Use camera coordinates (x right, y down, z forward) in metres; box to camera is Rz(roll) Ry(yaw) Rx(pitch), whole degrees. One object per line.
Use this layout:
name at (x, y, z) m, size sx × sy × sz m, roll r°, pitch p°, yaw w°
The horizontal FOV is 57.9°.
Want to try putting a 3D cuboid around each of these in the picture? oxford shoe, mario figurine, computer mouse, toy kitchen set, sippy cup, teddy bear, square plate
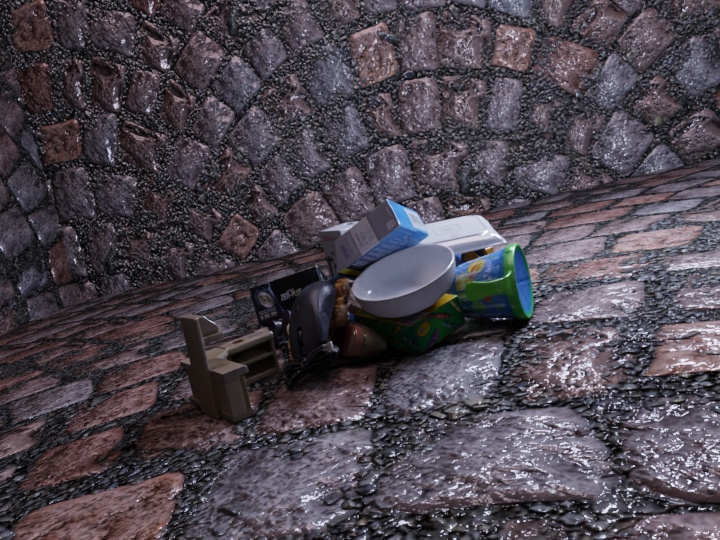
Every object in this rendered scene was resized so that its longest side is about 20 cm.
oxford shoe at (-0.007, 0.133, 1.228) m, size 0.072 × 0.073 × 0.200 m, roll 11°, pitch 1°, yaw -16°
mario figurine at (0.213, -0.018, 1.482) m, size 0.120 × 0.109 × 0.200 m, roll 0°, pitch -21°, yaw -21°
computer mouse at (-0.089, 0.092, 1.135) m, size 0.137 × 0.052 × 0.203 m, roll -34°, pitch 36°, yaw 35°
toy kitchen set at (-0.203, 0.135, 1.121) m, size 0.177 × 0.168 × 0.198 m, roll -18°, pitch 10°, yaw -33°
sippy cup at (0.241, 0.030, 1.206) m, size 0.127 × 0.178 × 0.143 m, roll -11°, pitch 53°, yaw 25°
teddy bear at (-0.083, 0.092, 1.236) m, size 0.066 × 0.148 × 0.199 m, roll 25°, pitch -30°, yaw -23°
square plate at (0.188, -0.074, 1.367) m, size 0.194 × 0.029 × 0.199 m, roll -12°, pitch 17°, yaw 2°

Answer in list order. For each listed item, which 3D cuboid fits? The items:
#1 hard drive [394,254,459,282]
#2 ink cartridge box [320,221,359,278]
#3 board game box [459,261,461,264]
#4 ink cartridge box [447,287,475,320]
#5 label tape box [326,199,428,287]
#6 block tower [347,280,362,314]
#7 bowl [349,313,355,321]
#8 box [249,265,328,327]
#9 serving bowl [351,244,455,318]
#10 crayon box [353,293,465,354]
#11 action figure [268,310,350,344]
hard drive at (0.116, -0.019, 1.372) m, size 0.136 × 0.039 × 0.200 m, roll -18°, pitch 19°, yaw -4°
ink cartridge box at (-0.028, -0.017, 1.699) m, size 0.082 × 0.206 × 0.144 m, roll -16°, pitch 9°, yaw -23°
board game box at (0.160, -0.018, 1.453) m, size 0.102 × 0.019 × 0.201 m, roll -41°, pitch 18°, yaw 9°
ink cartridge box at (0.200, 0.076, 1.345) m, size 0.158 × 0.051 × 0.201 m, roll -11°, pitch 24°, yaw 11°
label tape box at (0.020, -0.046, 1.279) m, size 0.198 × 0.067 × 0.142 m, roll -35°, pitch -20°, yaw 22°
block tower at (0.000, 0.000, 1.416) m, size 0.057 × 0.204 × 0.054 m, roll 23°, pitch -24°, yaw -13°
bowl at (0.065, 0.073, 1.528) m, size 0.195 × 0.040 × 0.201 m, roll -14°, pitch 8°, yaw 2°
box at (-0.150, 0.068, 1.509) m, size 0.160 × 0.088 × 0.200 m, roll -18°, pitch -10°, yaw 3°
serving bowl at (0.086, 0.028, 1.186) m, size 0.195 × 0.067 × 0.201 m, roll -20°, pitch 22°, yaw 8°
crayon box at (0.088, 0.090, 1.228) m, size 0.117 × 0.060 × 0.198 m, roll -29°, pitch 17°, yaw -27°
action figure at (-0.105, 0.120, 1.401) m, size 0.128 × 0.071 × 0.197 m, roll -15°, pitch -10°, yaw 41°
